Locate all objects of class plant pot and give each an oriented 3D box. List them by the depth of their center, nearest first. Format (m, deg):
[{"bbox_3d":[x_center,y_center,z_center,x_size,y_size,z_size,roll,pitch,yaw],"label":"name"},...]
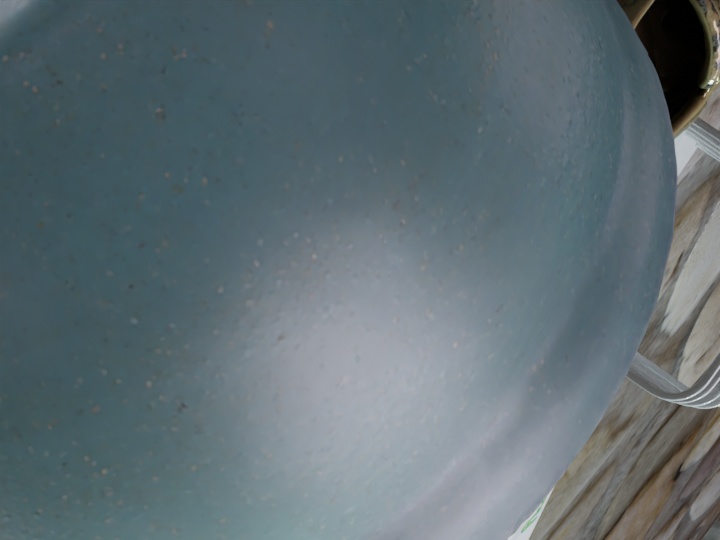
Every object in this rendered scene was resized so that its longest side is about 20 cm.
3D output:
[{"bbox_3d":[-0.059,-0.037,0.375,0.200,0.200,0.134,-50,136,-16],"label":"plant pot"}]

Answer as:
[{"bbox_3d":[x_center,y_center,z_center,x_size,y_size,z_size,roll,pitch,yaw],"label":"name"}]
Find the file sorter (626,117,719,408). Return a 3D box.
[{"bbox_3d":[0.175,-0.006,1.147,0.139,0.124,0.200,-55,164,5],"label":"file sorter"}]

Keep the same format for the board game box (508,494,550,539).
[{"bbox_3d":[0.015,0.072,0.852,0.035,0.126,0.200,-38,157,-42],"label":"board game box"}]

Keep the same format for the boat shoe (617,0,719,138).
[{"bbox_3d":[0.113,-0.079,0.815,0.200,0.063,0.073,-43,124,-31],"label":"boat shoe"}]
